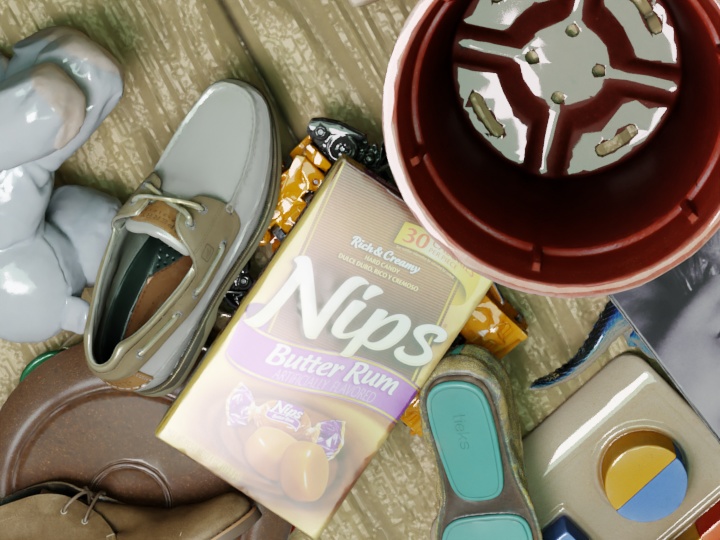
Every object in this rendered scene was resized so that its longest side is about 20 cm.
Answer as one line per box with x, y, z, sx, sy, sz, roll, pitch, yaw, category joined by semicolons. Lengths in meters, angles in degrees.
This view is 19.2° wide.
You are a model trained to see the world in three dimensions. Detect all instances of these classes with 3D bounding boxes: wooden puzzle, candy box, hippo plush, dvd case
0.173;0.182;1.356;0.185;0.046;0.200;-43;97;13;wooden puzzle
-0.019;0.044;1.265;0.117;0.056;0.200;33;94;-5;candy box
-0.197;-0.038;1.268;0.159;0.200;0.161;-9;117;40;hippo plush
0.245;0.022;1.276;0.149;0.016;0.200;-42;115;-6;dvd case

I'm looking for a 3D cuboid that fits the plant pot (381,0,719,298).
0.117;-0.105;1.215;0.201;0.195;0.201;1;104;4;plant pot

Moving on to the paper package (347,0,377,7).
0.038;-0.280;1.227;0.200;0.103;0.191;-29;99;10;paper package

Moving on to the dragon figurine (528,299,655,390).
0.181;-0.002;1.303;0.200;0.059;0.099;-23;99;5;dragon figurine

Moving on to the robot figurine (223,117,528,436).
0.000;0.000;1.320;0.145;0.058;0.200;-43;97;12;robot figurine

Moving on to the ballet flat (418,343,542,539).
0.077;0.135;1.312;0.071;0.071;0.200;-7;114;6;ballet flat

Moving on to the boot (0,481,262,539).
-0.159;0.159;1.285;0.200;0.074;0.075;-18;91;11;boot

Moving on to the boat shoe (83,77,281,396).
-0.105;-0.022;1.261;0.075;0.068;0.200;18;88;23;boat shoe

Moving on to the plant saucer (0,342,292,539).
-0.141;0.141;1.329;0.200;0.034;0.200;1;103;3;plant saucer

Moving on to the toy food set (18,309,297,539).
-0.123;0.111;1.362;0.200;0.049;0.198;11;104;2;toy food set
